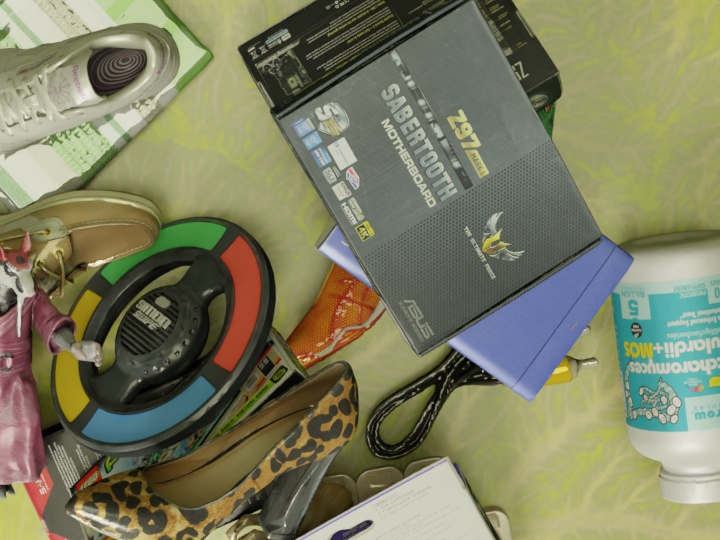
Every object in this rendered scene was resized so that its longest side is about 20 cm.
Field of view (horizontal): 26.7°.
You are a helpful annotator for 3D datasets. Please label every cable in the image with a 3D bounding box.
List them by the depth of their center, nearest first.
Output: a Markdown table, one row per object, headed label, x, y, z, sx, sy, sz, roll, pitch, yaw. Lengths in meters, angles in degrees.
| label | x | y | z | sx | sy | sz | roll | pitch | yaw |
| --- | --- | --- | --- | --- | --- | --- | --- | --- | --- |
| cable | 0.084 | 0.075 | 1.201 | 0.199 | 0.050 | 0.098 | -28 | 95 | -1 |

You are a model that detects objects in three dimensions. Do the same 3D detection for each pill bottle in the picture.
| label | x | y | z | sx | sy | sz | roll | pitch | yaw |
| --- | --- | --- | --- | --- | --- | --- | --- | --- | --- |
| pill bottle | 0.257 | 0.074 | 1.178 | 0.110 | 0.111 | 0.202 | -9 | 96 | -1 |

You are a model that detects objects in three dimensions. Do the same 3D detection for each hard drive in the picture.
| label | x | y | z | sx | sy | sz | roll | pitch | yaw |
| --- | --- | --- | --- | --- | --- | --- | --- | --- | --- |
| hard drive | 0.084 | -0.013 | 1.105 | 0.199 | 0.025 | 0.132 | 35 | 94 | -14 |

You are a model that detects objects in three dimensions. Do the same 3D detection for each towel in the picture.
| label | x | y | z | sx | sy | sz | roll | pitch | yaw |
| --- | --- | --- | --- | --- | --- | --- | --- | --- | --- |
| towel | -0.233 | -0.152 | 1.182 | 0.200 | 0.031 | 0.149 | -42 | 98 | 0 |

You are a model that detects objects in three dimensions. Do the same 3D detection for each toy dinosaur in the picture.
| label | x | y | z | sx | sy | sz | roll | pitch | yaw |
| --- | --- | --- | --- | --- | --- | --- | --- | --- | --- |
| toy dinosaur | -0.053 | 0.192 | 1.173 | 0.101 | 0.058 | 0.201 | -31 | 126 | -9 |

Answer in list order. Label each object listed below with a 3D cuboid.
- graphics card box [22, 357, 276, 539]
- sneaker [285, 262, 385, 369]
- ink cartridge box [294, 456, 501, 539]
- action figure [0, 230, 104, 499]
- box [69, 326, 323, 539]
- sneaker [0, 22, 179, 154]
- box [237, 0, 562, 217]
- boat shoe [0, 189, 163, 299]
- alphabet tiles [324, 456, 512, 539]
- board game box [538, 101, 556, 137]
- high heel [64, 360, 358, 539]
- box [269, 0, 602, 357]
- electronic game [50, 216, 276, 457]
| label | x | y | z | sx | sy | sz | roll | pitch | yaw |
| --- | --- | --- | --- | --- | --- | --- | --- | --- | --- |
| graphics card box | -0.159 | 0.154 | 1.199 | 0.199 | 0.051 | 0.126 | -25 | 95 | 1 |
| sneaker | 0.000 | 0.000 | 1.187 | 0.077 | 0.073 | 0.200 | 43 | 82 | -2 |
| ink cartridge box | 0.007 | 0.228 | 1.150 | 0.197 | 0.044 | 0.201 | -28 | 135 | 0 |
| action figure | -0.264 | 0.059 | 1.123 | 0.133 | 0.149 | 0.202 | 11 | 110 | -15 |
| box | -0.124 | 0.128 | 1.118 | 0.200 | 0.110 | 0.035 | -44 | 120 | 1 |
| sneaker | -0.233 | -0.138 | 1.119 | 0.198 | 0.100 | 0.075 | -22 | 99 | -1 |
| box | 0.029 | -0.151 | 1.146 | 0.199 | 0.044 | 0.161 | -31 | 68 | 1 |
| boat shoe | -0.247 | -0.010 | 1.160 | 0.198 | 0.074 | 0.067 | -11 | 55 | 7 |
| alphabet tiles | 0.030 | 0.256 | 1.235 | 0.198 | 0.015 | 0.198 | -9 | 96 | -2 |
| board game box | 0.092 | -0.071 | 1.163 | 0.104 | 0.023 | 0.202 | 12 | 74 | -12 |
| high heel | -0.094 | 0.115 | 1.014 | 0.199 | 0.071 | 0.144 | 7 | 116 | -41 |
| box | 0.053 | -0.066 | 1.049 | 0.157 | 0.051 | 0.201 | -31 | 105 | -3 |
| electronic game | -0.150 | 0.047 | 1.134 | 0.200 | 0.200 | 0.042 | -41 | 135 | 2 |
